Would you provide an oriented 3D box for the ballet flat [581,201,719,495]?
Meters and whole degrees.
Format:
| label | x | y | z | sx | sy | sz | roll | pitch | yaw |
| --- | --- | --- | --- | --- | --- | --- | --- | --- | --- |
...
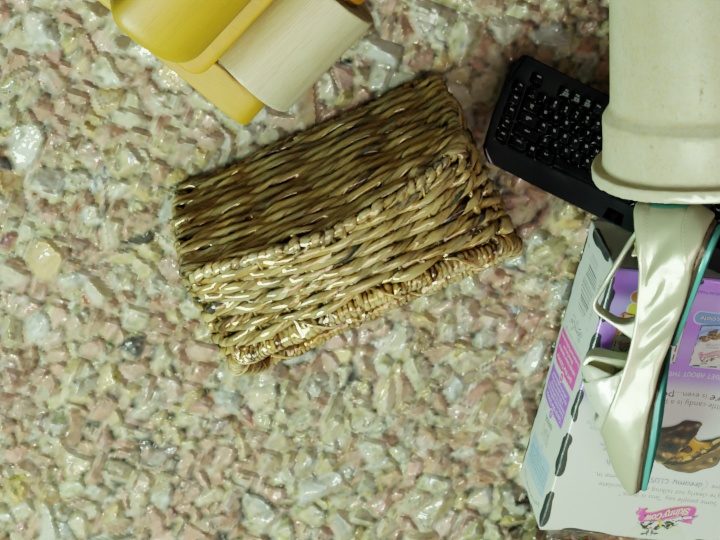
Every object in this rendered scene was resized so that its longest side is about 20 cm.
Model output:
| label | x | y | z | sx | sy | sz | roll | pitch | yaw |
| --- | --- | --- | --- | --- | --- | --- | --- | --- | --- |
| ballet flat | 0.173 | 0.045 | 1.701 | 0.069 | 0.070 | 0.201 | 7 | 113 | -14 |

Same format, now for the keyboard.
| label | x | y | z | sx | sy | sz | roll | pitch | yaw |
| --- | --- | --- | --- | --- | --- | --- | --- | --- | --- |
| keyboard | 0.177 | -0.079 | 1.693 | 0.199 | 0.040 | 0.105 | 24 | 73 | -23 |

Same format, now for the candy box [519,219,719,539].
| label | x | y | z | sx | sy | sz | roll | pitch | yaw |
| --- | --- | --- | --- | --- | --- | --- | --- | --- | --- |
| candy box | 0.212 | 0.079 | 1.796 | 0.167 | 0.072 | 0.201 | 7 | 116 | -15 |

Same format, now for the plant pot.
| label | x | y | z | sx | sy | sz | roll | pitch | yaw |
| --- | --- | --- | --- | --- | --- | --- | --- | --- | --- |
| plant pot | 0.219 | -0.155 | 1.553 | 0.199 | 0.201 | 0.185 | -11 | 106 | -5 |

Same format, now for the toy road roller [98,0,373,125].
| label | x | y | z | sx | sy | sz | roll | pitch | yaw |
| --- | --- | --- | --- | --- | --- | --- | --- | --- | --- |
| toy road roller | -0.083 | -0.164 | 1.565 | 0.200 | 0.146 | 0.123 | 38 | 106 | -26 |

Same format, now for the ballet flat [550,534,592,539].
| label | x | y | z | sx | sy | sz | roll | pitch | yaw |
| --- | --- | --- | --- | --- | --- | --- | --- | --- | --- |
| ballet flat | 0.087 | 0.241 | 1.841 | 0.064 | 0.076 | 0.200 | 30 | 126 | -9 |

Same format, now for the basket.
| label | x | y | z | sx | sy | sz | roll | pitch | yaw |
| --- | --- | --- | --- | --- | --- | --- | --- | --- | --- |
| basket | 0.000 | 0.000 | 1.671 | 0.199 | 0.143 | 0.150 | -23 | 119 | 3 |
